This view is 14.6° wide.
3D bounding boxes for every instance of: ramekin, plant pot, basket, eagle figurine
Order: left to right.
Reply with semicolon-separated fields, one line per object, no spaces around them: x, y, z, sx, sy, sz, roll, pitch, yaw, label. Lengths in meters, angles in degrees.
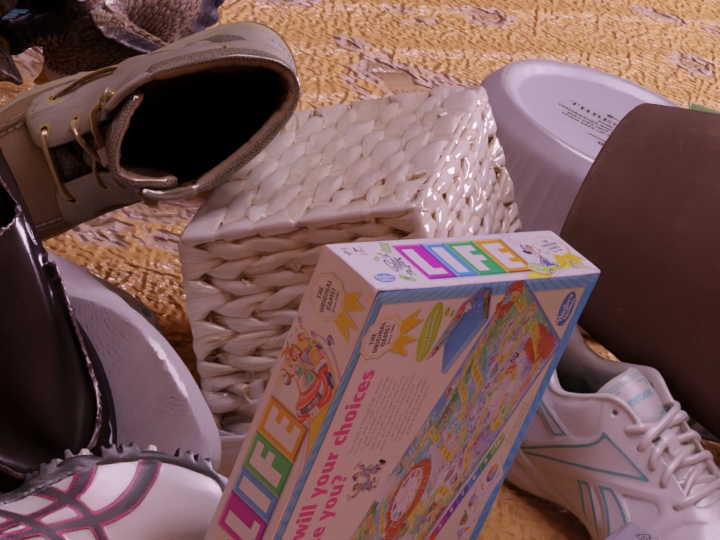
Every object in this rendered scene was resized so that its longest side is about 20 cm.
-0.133;-0.132;1.567;0.200;0.152;0.151;3;10;-28;eagle figurine
0.000;0.000;1.349;0.135;0.124;0.200;-8;18;15;basket
0.137;-0.047;1.656;0.202;0.094;0.202;18;25;-9;ramekin
0.196;-0.002;1.414;0.174;0.200;0.200;27;25;14;plant pot

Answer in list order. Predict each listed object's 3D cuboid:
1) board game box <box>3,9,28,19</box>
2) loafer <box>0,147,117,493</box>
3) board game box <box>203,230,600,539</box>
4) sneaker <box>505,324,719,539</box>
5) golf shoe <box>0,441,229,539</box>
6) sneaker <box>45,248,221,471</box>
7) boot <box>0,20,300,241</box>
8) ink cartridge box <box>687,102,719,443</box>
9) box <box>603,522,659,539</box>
-0.211;-0.207;1.743;0.151;0.047;0.200;2;32;-39;board game box
-0.167;0.009;1.223;0.071;0.073;0.200;88;-23;-76;loafer
0.008;0.078;1.160;0.134;0.200;0.034;-4;36;-46;board game box
0.136;0.097;1.364;0.070;0.080;0.200;-19;44;-42;sneaker
-0.129;0.120;1.138;0.200;0.077;0.088;3;51;-32;golf shoe
-0.115;0.039;1.304;0.088;0.075;0.200;12;23;-50;sneaker
-0.121;-0.057;1.337;0.200;0.072;0.155;-24;10;0;boot
0.230;0.000;1.549;0.104;0.059;0.200;15;66;-17;ink cartridge box
0.127;0.195;1.205;0.156;0.041;0.200;32;31;20;box
